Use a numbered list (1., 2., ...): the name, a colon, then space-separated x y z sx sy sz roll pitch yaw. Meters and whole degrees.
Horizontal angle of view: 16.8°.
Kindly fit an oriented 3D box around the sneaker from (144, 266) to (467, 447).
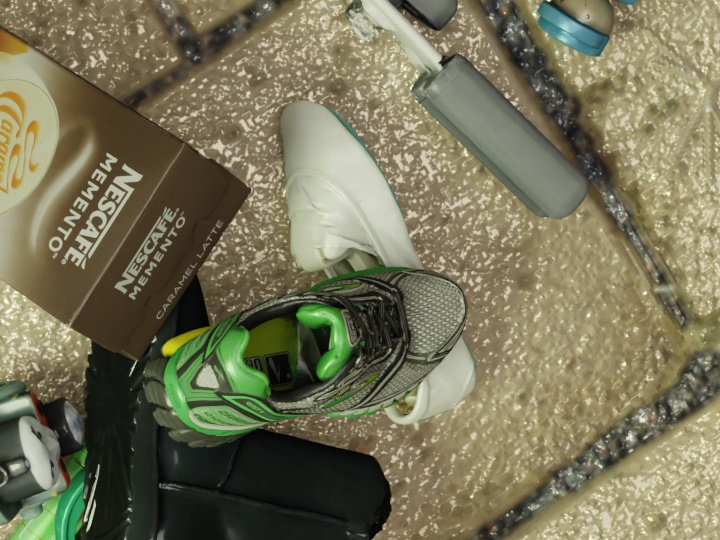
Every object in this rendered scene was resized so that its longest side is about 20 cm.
1. sneaker: -0.013 0.043 1.294 0.199 0.085 0.078 -20 88 -40

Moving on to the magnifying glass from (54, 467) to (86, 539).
1. magnifying glass: -0.104 0.189 1.384 0.079 0.022 0.200 -36 114 -11

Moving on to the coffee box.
1. coffee box: -0.174 -0.054 1.294 0.200 0.080 0.115 31 88 28

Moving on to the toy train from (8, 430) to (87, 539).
1. toy train: -0.141 0.116 1.388 0.056 0.042 0.200 38 87 -1

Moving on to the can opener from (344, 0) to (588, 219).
1. can opener: 0.060 -0.113 1.402 0.066 0.053 0.200 -43 101 -6

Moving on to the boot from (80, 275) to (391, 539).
1. boot: -0.065 0.093 1.342 0.168 0.076 0.201 15 67 -32

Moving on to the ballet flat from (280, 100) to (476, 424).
1. ballet flat: 0.000 0.000 1.386 0.069 0.069 0.201 -30 102 -7

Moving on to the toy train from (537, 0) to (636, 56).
1. toy train: 0.086 -0.214 1.391 0.199 0.085 0.116 27 102 -12

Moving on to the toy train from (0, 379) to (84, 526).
1. toy train: -0.246 0.122 1.317 0.199 0.114 0.086 -19 99 6
